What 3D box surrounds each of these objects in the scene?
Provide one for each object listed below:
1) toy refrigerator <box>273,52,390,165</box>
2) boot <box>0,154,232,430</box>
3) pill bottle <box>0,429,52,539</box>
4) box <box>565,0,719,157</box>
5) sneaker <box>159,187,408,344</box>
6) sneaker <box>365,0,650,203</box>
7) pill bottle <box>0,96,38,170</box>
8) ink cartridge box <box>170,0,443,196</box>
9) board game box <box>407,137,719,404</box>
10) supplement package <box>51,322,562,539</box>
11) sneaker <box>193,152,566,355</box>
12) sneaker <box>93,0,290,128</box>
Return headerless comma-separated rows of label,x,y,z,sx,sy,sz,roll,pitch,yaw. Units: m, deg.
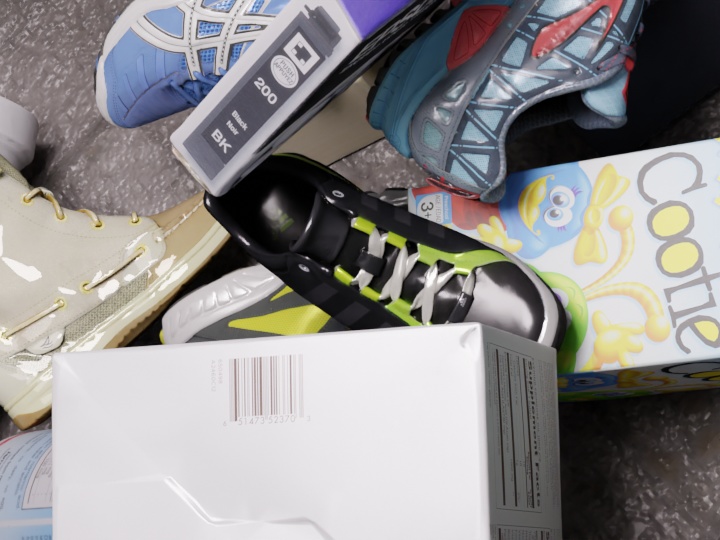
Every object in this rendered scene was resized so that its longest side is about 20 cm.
toy refrigerator,-0.039,-0.165,1.203,0.076,0.070,0.201,-25,60,21
boot,-0.165,-0.030,1.169,0.200,0.072,0.155,-44,91,-7
pill bottle,-0.114,0.131,1.079,0.200,0.109,0.109,-9,66,44
box,0.124,-0.182,1.093,0.148,0.104,0.200,-39,56,11
sneaker,-0.016,0.026,1.122,0.200,0.074,0.085,-31,64,27
sneaker,0.102,-0.110,0.979,0.200,0.079,0.096,-43,78,2
pill bottle,-0.259,-0.006,1.242,0.115,0.116,0.201,1,71,31
ink cartridge box,0.022,-0.139,0.942,0.043,0.198,0.200,47,141,0
board game box,0.136,0.005,1.004,0.199,0.105,0.103,-9,77,28
supplement package,-0.021,0.109,0.901,0.199,0.111,0.156,-5,80,21
sneaker,0.000,0.000,0.972,0.200,0.083,0.072,27,96,30
sneaker,-0.060,-0.124,1.115,0.200,0.076,0.077,-28,58,22
